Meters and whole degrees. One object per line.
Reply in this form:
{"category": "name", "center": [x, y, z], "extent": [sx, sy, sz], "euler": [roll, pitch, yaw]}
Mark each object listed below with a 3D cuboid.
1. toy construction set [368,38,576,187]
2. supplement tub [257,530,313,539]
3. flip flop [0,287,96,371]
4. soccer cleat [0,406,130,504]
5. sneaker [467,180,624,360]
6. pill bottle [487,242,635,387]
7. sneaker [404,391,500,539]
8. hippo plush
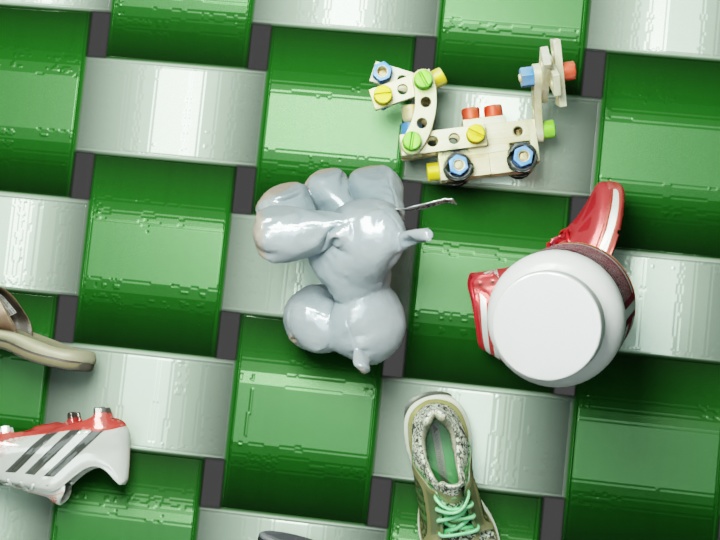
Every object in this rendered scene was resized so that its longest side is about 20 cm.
{"category": "toy construction set", "center": [0.110, -0.151, 1.215], "extent": [0.200, 0.092, 0.131], "euler": [-9, 85, 15]}
{"category": "supplement tub", "center": [-0.083, 0.348, 1.184], "extent": [0.107, 0.107, 0.200], "euler": [13, 88, 6]}
{"category": "flip flop", "center": [-0.349, 0.047, 1.242], "extent": [0.200, 0.081, 0.058], "euler": [19, 92, 2]}
{"category": "soccer cleat", "center": [-0.320, 0.190, 1.238], "extent": [0.200, 0.069, 0.085], "euler": [-12, 81, 0]}
{"category": "sneaker", "center": [0.167, -0.004, 1.201], "extent": [0.115, 0.078, 0.200], "euler": [21, 87, 5]}
{"category": "pill bottle", "center": [0.169, 0.036, 1.071], "extent": [0.113, 0.200, 0.113], "euler": [1, 94, 16]}
{"category": "sneaker", "center": [0.081, 0.213, 1.187], "extent": [0.077, 0.089, 0.200], "euler": [-16, 85, 4]}
{"category": "hippo plush", "center": [0.000, 0.000, 1.204], "extent": [0.200, 0.159, 0.161], "euler": [3, 117, 20]}
